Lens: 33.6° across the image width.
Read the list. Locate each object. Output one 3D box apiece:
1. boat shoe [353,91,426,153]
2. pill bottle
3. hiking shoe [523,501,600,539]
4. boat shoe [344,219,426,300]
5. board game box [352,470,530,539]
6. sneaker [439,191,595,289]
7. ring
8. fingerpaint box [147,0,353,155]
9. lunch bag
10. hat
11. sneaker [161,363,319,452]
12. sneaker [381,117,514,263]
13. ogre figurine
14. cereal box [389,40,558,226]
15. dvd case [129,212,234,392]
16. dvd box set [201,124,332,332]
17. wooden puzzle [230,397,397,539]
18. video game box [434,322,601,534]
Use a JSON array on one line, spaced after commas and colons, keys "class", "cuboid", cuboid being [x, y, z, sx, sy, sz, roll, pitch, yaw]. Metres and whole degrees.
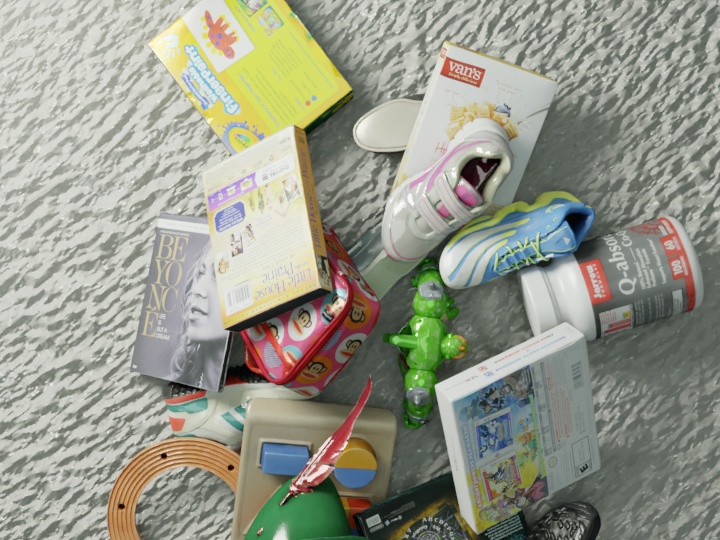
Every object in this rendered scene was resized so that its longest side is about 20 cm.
[{"class": "boat shoe", "cuboid": [0.089, -0.190, 1.471, 0.198, 0.057, 0.068, -20, 84, 6]}, {"class": "pill bottle", "cuboid": [0.295, 0.017, 1.423, 0.198, 0.116, 0.117, -17, 88, 0]}, {"class": "hiking shoe", "cuboid": [0.238, 0.366, 1.431, 0.100, 0.076, 0.201, 19, 104, -41]}, {"class": "boat shoe", "cuboid": [0.000, 0.000, 1.468, 0.199, 0.073, 0.062, -39, 45, 6]}, {"class": "board game box", "cuboid": [0.103, 0.318, 1.430, 0.198, 0.028, 0.137, -20, 88, -18]}, {"class": "sneaker", "cuboid": [0.189, -0.038, 1.395, 0.199, 0.105, 0.076, -31, 106, -19]}, {"class": "ring", "cuboid": [-0.209, 0.299, 1.454, 0.198, 0.019, 0.203, 0, 100, -1]}, {"class": "fingerpaint box", "cuboid": [-0.132, -0.243, 1.461, 0.166, 0.073, 0.201, -39, 88, 0]}, {"class": "lunch bag", "cuboid": [-0.079, 0.044, 1.399, 0.177, 0.082, 0.200, -50, 45, 15]}, {"class": "hat", "cuboid": [-0.073, 0.240, 1.374, 0.198, 0.166, 0.178, -8, 70, -4]}, {"class": "sneaker", "cuboid": [-0.139, 0.169, 1.460, 0.197, 0.070, 0.094, -8, 109, -3]}, {"class": "sneaker", "cuboid": [0.100, -0.087, 1.374, 0.081, 0.088, 0.200, 37, 99, -18]}, {"class": "ogre figurine", "cuboid": [0.075, 0.089, 1.423, 0.097, 0.120, 0.202, 25, 89, 2]}, {"class": "cereal box", "cuboid": [0.134, -0.156, 1.426, 0.142, 0.040, 0.202, 16, 108, -12]}, {"class": "dvd case", "cuboid": [-0.205, 0.035, 1.441, 0.148, 0.016, 0.202, 8, 85, 35]}, {"class": "dvd box set", "cuboid": [-0.109, -0.047, 1.360, 0.145, 0.029, 0.202, -24, 66, 30]}, {"class": "wooden puzzle", "cuboid": [-0.055, 0.260, 1.425, 0.183, 0.046, 0.202, 6, 100, -9]}, {"class": "video game box", "cuboid": [0.186, 0.184, 1.385, 0.181, 0.047, 0.202, -24, 122, -19]}]
